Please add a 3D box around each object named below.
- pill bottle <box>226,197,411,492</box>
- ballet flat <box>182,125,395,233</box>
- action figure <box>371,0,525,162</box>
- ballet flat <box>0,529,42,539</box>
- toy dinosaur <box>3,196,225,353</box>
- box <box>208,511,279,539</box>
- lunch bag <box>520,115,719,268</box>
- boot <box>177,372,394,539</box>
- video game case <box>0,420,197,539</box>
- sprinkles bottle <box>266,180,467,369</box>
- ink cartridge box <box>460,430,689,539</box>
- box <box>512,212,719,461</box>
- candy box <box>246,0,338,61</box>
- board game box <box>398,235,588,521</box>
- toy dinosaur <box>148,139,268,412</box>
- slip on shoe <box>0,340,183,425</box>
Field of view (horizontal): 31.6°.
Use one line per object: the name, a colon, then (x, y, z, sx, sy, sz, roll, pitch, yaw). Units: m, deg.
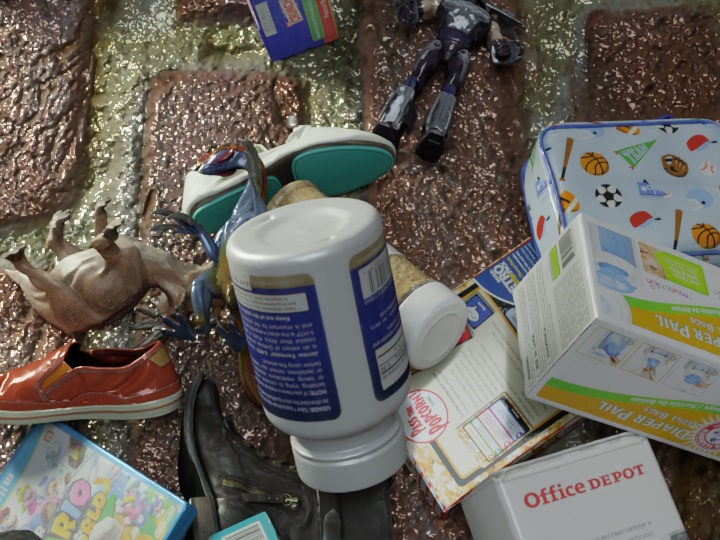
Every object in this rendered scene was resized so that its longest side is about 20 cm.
pill bottle: (-0.025, 0.059, 0.966, 0.118, 0.120, 0.203, -12, 111, -3)
ballet flat: (-0.069, -0.095, 1.141, 0.197, 0.070, 0.070, -19, 70, -5)
action figure: (0.081, -0.197, 1.168, 0.129, 0.070, 0.202, 18, 68, 13)
ballet flat: (-0.328, 0.237, 0.994, 0.198, 0.057, 0.067, -23, 54, 24)
toy dinosaur: (-0.221, 0.018, 1.095, 0.197, 0.086, 0.137, -15, 113, 17)
box: (-0.051, 0.288, 0.937, 0.049, 0.082, 0.202, -22, 102, -10)
lunch bag: (0.242, -0.059, 1.091, 0.197, 0.076, 0.162, -2, 58, -13)
boot: (-0.059, 0.172, 1.041, 0.171, 0.070, 0.202, -1, 52, -14)
video game case: (-0.230, 0.208, 0.999, 0.199, 0.018, 0.144, 21, 74, 41)
sprinkles bottle: (0.000, 0.000, 1.066, 0.068, 0.069, 0.200, -42, 55, -13)
ink cartridge box: (0.181, 0.242, 0.977, 0.144, 0.085, 0.202, -11, 70, -23)
box: (0.232, 0.056, 0.998, 0.198, 0.102, 0.113, 19, 43, -19)
candy box: (-0.092, -0.322, 1.163, 0.076, 0.169, 0.202, -18, 71, -1)
board game box: (0.108, 0.088, 1.073, 0.199, 0.046, 0.152, -32, 72, -10)
toy dinosaur: (-0.110, -0.014, 1.062, 0.103, 0.202, 0.183, -2, 41, 20)
slip on shoe: (-0.245, 0.089, 1.056, 0.197, 0.074, 0.062, -4, 104, 9)
